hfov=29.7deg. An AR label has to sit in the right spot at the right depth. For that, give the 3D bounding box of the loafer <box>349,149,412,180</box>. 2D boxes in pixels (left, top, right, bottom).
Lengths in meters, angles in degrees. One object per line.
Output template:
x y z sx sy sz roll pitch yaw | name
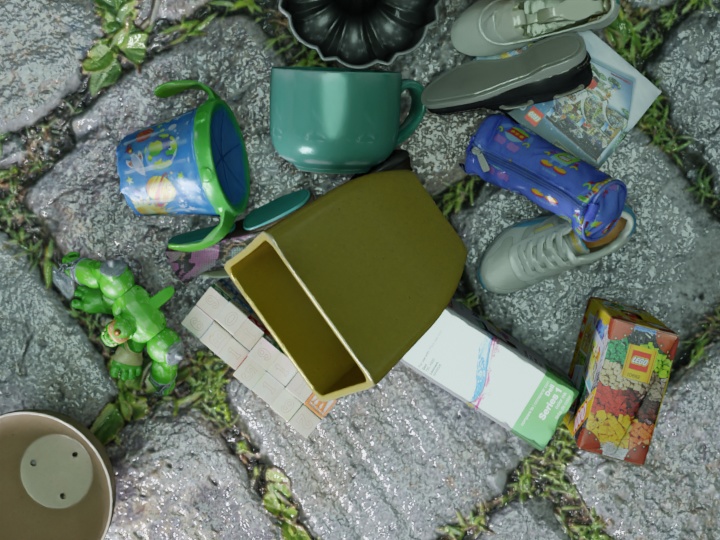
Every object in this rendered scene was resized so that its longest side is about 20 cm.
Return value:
-0.004 -0.061 1.621 0.071 0.073 0.200 43 101 -12 | loafer

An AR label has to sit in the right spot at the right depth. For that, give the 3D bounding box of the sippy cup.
-0.212 -0.122 1.593 0.128 0.179 0.141 -10 133 14 | sippy cup

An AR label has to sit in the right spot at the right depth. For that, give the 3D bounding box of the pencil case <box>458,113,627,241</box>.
0.207 -0.109 1.556 0.199 0.086 0.079 33 118 30 | pencil case

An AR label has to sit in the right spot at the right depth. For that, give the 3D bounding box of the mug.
-0.014 -0.172 1.563 0.182 0.152 0.116 3 100 1 | mug

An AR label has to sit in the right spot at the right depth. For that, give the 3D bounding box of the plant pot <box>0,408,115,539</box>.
-0.379 0.256 1.628 0.197 0.134 0.204 0 95 3 | plant pot

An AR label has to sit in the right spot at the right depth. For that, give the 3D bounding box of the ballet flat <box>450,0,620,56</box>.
0.200 -0.291 1.548 0.197 0.069 0.071 -10 95 3 | ballet flat

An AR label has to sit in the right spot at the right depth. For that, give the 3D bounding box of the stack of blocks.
-0.116 0.102 1.613 0.200 0.115 0.059 41 96 -1 | stack of blocks

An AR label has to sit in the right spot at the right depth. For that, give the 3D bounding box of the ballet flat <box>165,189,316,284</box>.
-0.136 -0.034 1.631 0.198 0.069 0.072 -20 113 8 | ballet flat

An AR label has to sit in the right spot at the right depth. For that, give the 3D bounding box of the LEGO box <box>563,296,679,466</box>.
0.292 0.121 1.555 0.076 0.200 0.151 14 96 0 | LEGO box

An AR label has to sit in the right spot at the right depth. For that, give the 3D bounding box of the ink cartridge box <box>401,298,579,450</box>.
0.145 0.110 1.588 0.199 0.145 0.085 33 96 -1 | ink cartridge box

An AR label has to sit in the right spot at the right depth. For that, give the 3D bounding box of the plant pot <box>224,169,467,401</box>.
0.000 0.000 1.493 0.199 0.195 0.195 -37 93 -22 | plant pot

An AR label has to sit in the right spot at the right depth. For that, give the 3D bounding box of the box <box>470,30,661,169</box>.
0.236 -0.221 1.605 0.199 0.038 0.137 40 96 -2 | box

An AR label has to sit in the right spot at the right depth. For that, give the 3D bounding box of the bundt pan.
-0.004 -0.328 1.575 0.199 0.076 0.205 0 88 -7 | bundt pan

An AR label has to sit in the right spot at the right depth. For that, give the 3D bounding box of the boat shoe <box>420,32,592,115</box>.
0.169 -0.212 1.559 0.198 0.074 0.061 -19 132 11 | boat shoe

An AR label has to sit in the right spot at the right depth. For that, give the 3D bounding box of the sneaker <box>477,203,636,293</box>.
0.230 -0.031 1.603 0.198 0.081 0.077 -26 96 6 | sneaker

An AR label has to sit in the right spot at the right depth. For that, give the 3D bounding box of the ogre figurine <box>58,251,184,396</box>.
-0.274 0.055 1.611 0.097 0.120 0.203 -18 86 -31 | ogre figurine
